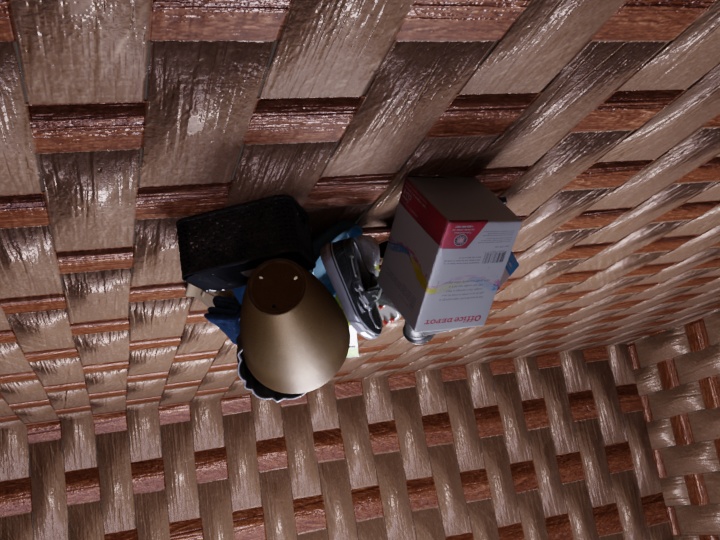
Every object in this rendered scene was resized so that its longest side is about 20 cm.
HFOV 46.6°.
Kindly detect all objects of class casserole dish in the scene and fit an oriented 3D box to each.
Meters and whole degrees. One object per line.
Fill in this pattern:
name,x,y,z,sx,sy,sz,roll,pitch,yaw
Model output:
casserole dish,-0.049,-0.019,1.492,0.121,0.039,0.201,-41,157,-19

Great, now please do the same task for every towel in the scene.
towel,-0.207,0.131,1.607,0.110,0.049,0.201,6,144,42

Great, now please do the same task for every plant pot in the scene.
plant pot,-0.114,0.070,1.315,0.183,0.189,0.201,-10,152,-1

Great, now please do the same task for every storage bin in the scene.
storage bin,-0.183,-0.039,1.348,0.196,0.096,0.135,-12,165,10

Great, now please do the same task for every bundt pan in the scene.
bundt pan,-0.140,0.136,1.532,0.198,0.205,0.076,-12,-148,-19

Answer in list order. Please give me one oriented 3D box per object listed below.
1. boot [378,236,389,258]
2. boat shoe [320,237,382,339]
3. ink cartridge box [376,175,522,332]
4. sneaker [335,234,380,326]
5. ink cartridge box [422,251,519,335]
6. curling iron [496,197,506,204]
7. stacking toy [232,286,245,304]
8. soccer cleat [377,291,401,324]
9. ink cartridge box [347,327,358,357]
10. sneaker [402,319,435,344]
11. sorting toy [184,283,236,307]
boot,0.132,-0.051,1.500,0.198,0.072,0.144,-9,-173,28
boat shoe,0.002,0.034,1.405,0.070,0.073,0.202,-17,124,18
ink cartridge box,0.135,-0.027,1.325,0.143,0.145,0.203,-2,123,-29
sneaker,0.000,0.000,1.499,0.075,0.105,0.202,26,129,7
ink cartridge box,0.184,0.027,1.506,0.114,0.068,0.200,-17,-160,49
curling iron,0.157,-0.100,1.450,0.196,0.051,0.026,-13,177,-1
stacking toy,-0.132,-0.012,1.505,0.197,0.118,0.110,-16,172,-26
soccer cleat,0.041,0.065,1.734,0.078,0.069,0.199,-47,-167,-18
ink cartridge box,-0.078,0.099,1.665,0.145,0.077,0.201,-4,147,-1
sneaker,0.157,0.052,1.595,0.200,0.075,0.091,-49,157,-18
sorting toy,-0.246,0.066,1.636,0.198,0.037,0.185,34,155,-4
